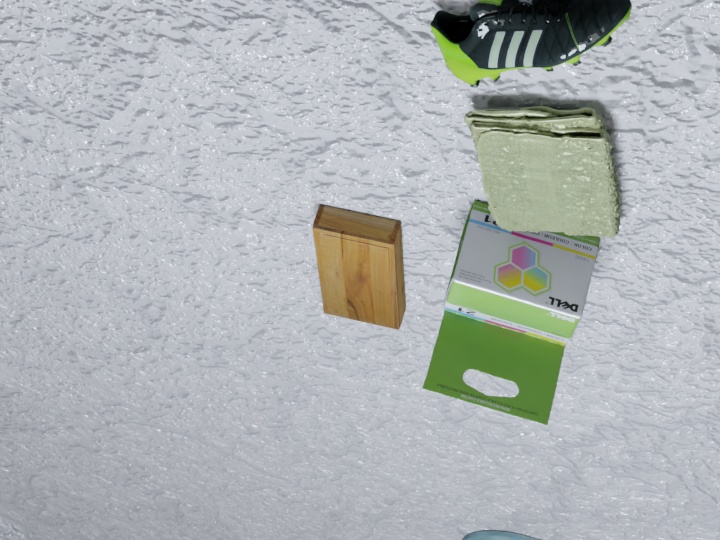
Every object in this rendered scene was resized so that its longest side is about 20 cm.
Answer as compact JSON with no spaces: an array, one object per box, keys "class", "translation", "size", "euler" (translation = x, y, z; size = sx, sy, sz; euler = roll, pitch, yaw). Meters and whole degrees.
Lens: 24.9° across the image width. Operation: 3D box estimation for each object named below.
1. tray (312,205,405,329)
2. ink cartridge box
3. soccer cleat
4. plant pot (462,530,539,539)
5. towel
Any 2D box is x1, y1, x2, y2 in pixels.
[{"class":"tray","translation":[0.000,0.000,1.936],"size":[0.098,0.037,0.200],"euler":[12,152,10]},{"class":"ink cartridge box","translation":[0.163,0.046,1.751],"size":[0.147,0.201,0.076],"euler":[16,151,2]},{"class":"soccer cleat","translation":[0.146,-0.218,1.450],"size":[0.199,0.068,0.081],"euler":[-11,128,42]},{"class":"plant pot","translation":[0.241,0.519,2.601],"size":[0.199,0.135,0.201],"euler":[14,151,8]},{"class":"towel","translation":[0.191,-0.100,1.656],"size":[0.147,0.037,0.200],"euler":[6,148,20]}]
